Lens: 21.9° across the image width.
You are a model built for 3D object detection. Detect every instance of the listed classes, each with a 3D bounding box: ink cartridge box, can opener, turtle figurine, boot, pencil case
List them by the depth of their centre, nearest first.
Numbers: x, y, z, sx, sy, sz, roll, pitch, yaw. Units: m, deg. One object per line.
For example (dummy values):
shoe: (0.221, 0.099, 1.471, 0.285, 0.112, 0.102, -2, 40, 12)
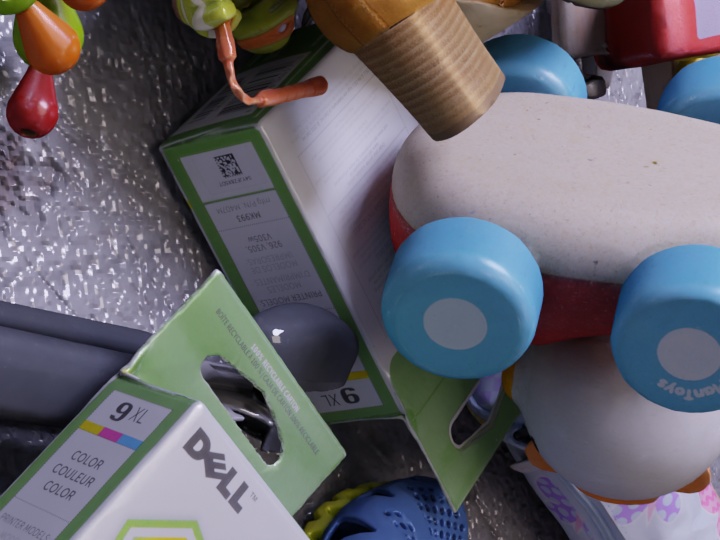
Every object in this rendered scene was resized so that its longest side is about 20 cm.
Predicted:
ink cartridge box: (-0.073, 0.108, 0.641, 0.200, 0.059, 0.104, -48, 123, -23)
can opener: (-0.078, 0.028, 0.711, 0.200, 0.053, 0.067, 16, 104, -50)
boot: (0.010, -0.147, 0.773, 0.144, 0.071, 0.201, 53, 20, -17)
turtle figurine: (-0.068, -0.153, 0.775, 0.161, 0.064, 0.200, 59, 24, -21)
ink cartridge box: (0.000, 0.000, 0.828, 0.104, 0.059, 0.200, -51, 122, -47)
pencil case: (0.130, 0.107, 0.952, 0.200, 0.083, 0.091, 54, 20, -32)

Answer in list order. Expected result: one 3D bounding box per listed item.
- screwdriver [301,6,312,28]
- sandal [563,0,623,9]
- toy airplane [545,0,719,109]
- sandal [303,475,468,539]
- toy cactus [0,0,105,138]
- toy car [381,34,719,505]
screwdriver: (0.007, -0.184, 0.906, 0.029, 0.028, 0.200, 26, 54, -15)
sandal: (0.061, -0.167, 0.755, 0.201, 0.057, 0.080, 28, 25, -46)
toy airplane: (0.165, -0.140, 0.974, 0.200, 0.141, 0.199, 72, 15, -54)
sandal: (0.000, 0.150, 0.772, 0.200, 0.087, 0.080, -44, 114, -50)
toy cactus: (-0.140, -0.158, 0.652, 0.200, 0.102, 0.165, 52, 48, -43)
toy car: (0.099, 0.031, 0.809, 0.184, 0.177, 0.200, -69, 164, -53)
